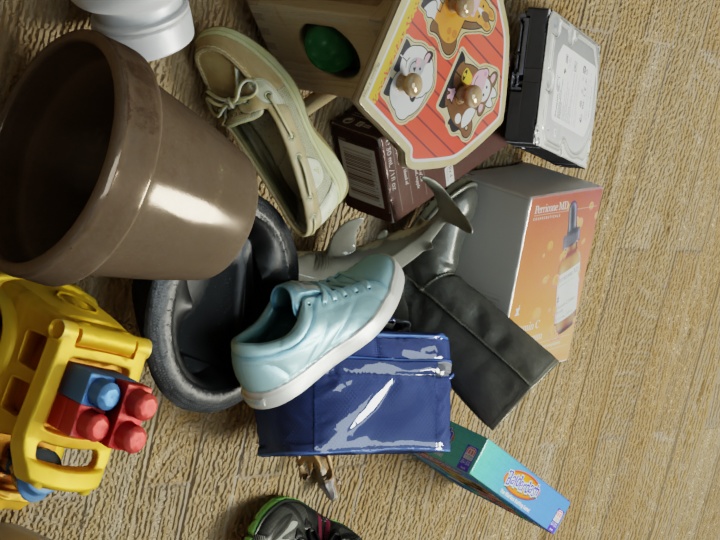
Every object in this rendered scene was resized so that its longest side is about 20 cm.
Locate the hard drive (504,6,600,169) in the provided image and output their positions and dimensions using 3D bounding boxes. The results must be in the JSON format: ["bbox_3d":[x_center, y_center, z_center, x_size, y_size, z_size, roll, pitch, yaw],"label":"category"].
[{"bbox_3d":[0.205,-0.188,1.789,0.200,0.038,0.141,12,84,-66],"label":"hard drive"}]

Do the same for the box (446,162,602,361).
[{"bbox_3d":[0.161,-0.003,1.826,0.152,0.106,0.201,-11,116,-51],"label":"box"}]

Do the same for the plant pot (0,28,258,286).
[{"bbox_3d":[-0.179,-0.071,1.357,0.174,0.200,0.201,18,94,-38],"label":"plant pot"}]

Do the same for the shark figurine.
[{"bbox_3d":[0.021,-0.002,1.644,0.213,0.090,0.128,-21,153,15],"label":"shark figurine"}]

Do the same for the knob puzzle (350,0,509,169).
[{"bbox_3d":[0.084,-0.176,1.478,0.219,0.030,0.221,-21,117,-48],"label":"knob puzzle"}]

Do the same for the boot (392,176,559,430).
[{"bbox_3d":[0.120,0.032,1.721,0.182,0.200,0.072,-53,161,13],"label":"boot"}]

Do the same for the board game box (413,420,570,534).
[{"bbox_3d":[0.120,0.209,1.856,0.200,0.152,0.045,39,78,-48],"label":"board game box"}]

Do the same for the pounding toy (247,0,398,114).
[{"bbox_3d":[0.000,-0.215,1.534,0.200,0.183,0.143,-52,137,-28],"label":"pounding toy"}]

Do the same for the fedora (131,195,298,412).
[{"bbox_3d":[-0.145,0.022,1.532,0.200,0.091,0.202,-15,111,-44],"label":"fedora"}]

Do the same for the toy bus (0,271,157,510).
[{"bbox_3d":[-0.253,0.119,1.391,0.135,0.191,0.201,17,96,-50],"label":"toy bus"}]

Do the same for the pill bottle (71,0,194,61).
[{"bbox_3d":[-0.188,-0.271,1.343,0.111,0.111,0.201,-32,129,-33],"label":"pill bottle"}]

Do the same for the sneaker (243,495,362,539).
[{"bbox_3d":[-0.045,0.286,1.767,0.200,0.084,0.077,21,91,-49],"label":"sneaker"}]

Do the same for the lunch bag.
[{"bbox_3d":[-0.001,0.111,1.647,0.199,0.136,0.133,1,83,-24],"label":"lunch bag"}]

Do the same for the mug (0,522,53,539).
[{"bbox_3d":[-0.290,0.306,1.462,0.149,0.153,0.188,-18,121,-41],"label":"mug"}]

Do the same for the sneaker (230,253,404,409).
[{"bbox_3d":[-0.037,0.035,1.526,0.200,0.074,0.082,-44,132,-30],"label":"sneaker"}]

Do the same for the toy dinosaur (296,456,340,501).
[{"bbox_3d":[-0.046,0.148,1.739,0.106,0.060,0.201,-46,146,-59],"label":"toy dinosaur"}]

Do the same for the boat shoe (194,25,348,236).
[{"bbox_3d":[-0.086,-0.123,1.511,0.201,0.073,0.063,57,46,-24],"label":"boat shoe"}]

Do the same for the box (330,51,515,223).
[{"bbox_3d":[0.070,-0.141,1.706,0.200,0.075,0.101,-37,131,-32],"label":"box"}]
